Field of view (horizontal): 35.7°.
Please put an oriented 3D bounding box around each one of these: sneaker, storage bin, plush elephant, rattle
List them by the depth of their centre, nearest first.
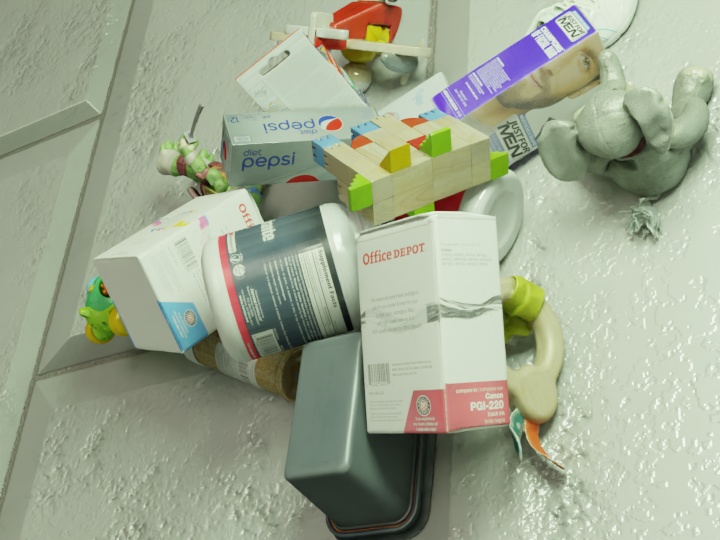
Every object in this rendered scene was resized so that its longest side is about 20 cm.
[{"bbox_3d":[0.138,0.117,1.166,0.141,0.129,0.204,-21,75,38],"label":"rattle"},{"bbox_3d":[0.277,-0.154,1.182,0.162,0.155,0.203,-12,53,31],"label":"plush elephant"},{"bbox_3d":[-0.013,0.170,1.196,0.143,0.134,0.203,-13,52,30],"label":"storage bin"},{"bbox_3d":[0.258,-0.294,1.353,0.200,0.080,0.070,-47,42,-1],"label":"sneaker"}]

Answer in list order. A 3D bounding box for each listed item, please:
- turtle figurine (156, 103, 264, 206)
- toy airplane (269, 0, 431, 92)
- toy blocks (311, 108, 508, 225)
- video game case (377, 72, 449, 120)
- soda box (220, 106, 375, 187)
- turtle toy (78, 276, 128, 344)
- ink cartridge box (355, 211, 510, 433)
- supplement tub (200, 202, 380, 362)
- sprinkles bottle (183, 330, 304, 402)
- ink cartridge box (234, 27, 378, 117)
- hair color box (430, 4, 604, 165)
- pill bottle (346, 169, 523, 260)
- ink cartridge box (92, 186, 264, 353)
[{"bbox_3d":[-0.192,-0.166,1.568,0.143,0.203,0.192,-28,29,-33],"label":"turtle figurine"},{"bbox_3d":[-0.016,-0.305,1.528,0.195,0.143,0.201,-12,31,-9],"label":"toy airplane"},{"bbox_3d":[0.041,-0.121,1.203,0.197,0.102,0.136,-22,35,-24],"label":"toy blocks"},{"bbox_3d":[0.056,-0.142,1.441,0.180,0.024,0.202,-31,46,17],"label":"video game case"},{"bbox_3d":[-0.074,-0.155,1.406,0.196,0.069,0.064,-5,45,-18],"label":"soda box"},{"bbox_3d":[-0.284,0.029,1.497,0.145,0.197,0.103,-17,87,57],"label":"turtle toy"},{"bbox_3d":[0.067,0.053,1.095,0.145,0.083,0.204,-12,82,58],"label":"ink cartridge box"},{"bbox_3d":[-0.065,0.009,1.228,0.196,0.142,0.142,-16,48,0],"label":"supplement tub"},{"bbox_3d":[-0.140,0.105,1.387,0.198,0.068,0.069,16,70,42],"label":"sprinkles bottle"},{"bbox_3d":[-0.067,-0.223,1.429,0.108,0.200,0.051,-35,43,12],"label":"ink cartridge box"},{"bbox_3d":[0.193,-0.202,1.301,0.198,0.110,0.065,-33,46,5],"label":"hair color box"},{"bbox_3d":[0.081,-0.083,1.298,0.198,0.112,0.113,19,72,35],"label":"pill bottle"},{"bbox_3d":[-0.201,-0.007,1.387,0.199,0.130,0.124,-35,20,-35],"label":"ink cartridge box"}]
